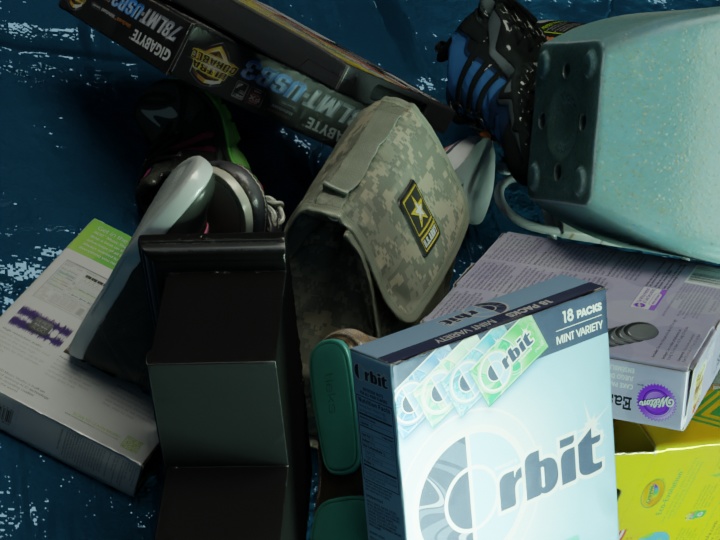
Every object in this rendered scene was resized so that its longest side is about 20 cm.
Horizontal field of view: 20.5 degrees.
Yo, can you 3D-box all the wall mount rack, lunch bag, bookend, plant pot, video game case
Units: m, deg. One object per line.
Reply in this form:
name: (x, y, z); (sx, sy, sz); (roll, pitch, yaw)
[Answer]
wall mount rack: (0.189, -0.043, 1.607); (0.200, 0.075, 0.174); (9, 43, -14)
lunch bag: (0.000, 0.000, 1.353); (0.117, 0.200, 0.164); (17, 36, 12)
bookend: (-0.086, 0.117, 1.171); (0.092, 0.199, 0.200); (-1, 40, 4)
plant pot: (0.233, -0.100, 1.434); (0.200, 0.196, 0.196); (4, 4, -19)
video game case: (-0.047, -0.169, 1.496); (0.200, 0.026, 0.181); (32, 8, 27)

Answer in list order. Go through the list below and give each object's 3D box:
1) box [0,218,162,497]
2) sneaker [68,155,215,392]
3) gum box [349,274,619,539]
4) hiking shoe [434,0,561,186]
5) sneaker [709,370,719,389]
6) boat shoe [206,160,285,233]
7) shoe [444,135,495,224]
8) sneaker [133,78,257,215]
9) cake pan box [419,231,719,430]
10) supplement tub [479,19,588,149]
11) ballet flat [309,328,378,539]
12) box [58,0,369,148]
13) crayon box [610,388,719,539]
box: (-0.168, 0.054, 1.357); (0.144, 0.036, 0.200); (27, 40, 8)
sneaker: (-0.107, 0.011, 1.259); (0.099, 0.200, 0.071); (31, 44, -4)
gum box: (0.080, 0.121, 1.211); (0.170, 0.200, 0.045); (-18, 22, -33)
hiking shoe: (0.112, -0.128, 1.558); (0.074, 0.087, 0.200); (30, 35, -33)
sneaker: (0.228, 0.115, 1.417); (0.092, 0.076, 0.200); (33, 39, 31)
boat shoe: (-0.085, -0.036, 1.315); (0.063, 0.200, 0.073); (-34, 83, -19)
shoe: (0.040, -0.065, 1.561); (0.091, 0.072, 0.200); (6, 17, 19)
sneaker: (-0.134, -0.079, 1.500); (0.084, 0.077, 0.200); (-6, 41, -26)
cake pan box: (0.156, 0.034, 1.355); (0.184, 0.052, 0.200); (11, 23, 17)
supplement tub: (0.185, -0.140, 1.628); (0.122, 0.123, 0.200); (-16, 20, -37)
ballet flat: (0.008, 0.137, 1.249); (0.068, 0.200, 0.067); (-3, -6, 42)
box: (-0.105, -0.164, 1.533); (0.200, 0.050, 0.198); (21, 8, -39)
crayon box: (0.223, 0.141, 1.350); (0.200, 0.127, 0.051); (-3, 43, -28)
